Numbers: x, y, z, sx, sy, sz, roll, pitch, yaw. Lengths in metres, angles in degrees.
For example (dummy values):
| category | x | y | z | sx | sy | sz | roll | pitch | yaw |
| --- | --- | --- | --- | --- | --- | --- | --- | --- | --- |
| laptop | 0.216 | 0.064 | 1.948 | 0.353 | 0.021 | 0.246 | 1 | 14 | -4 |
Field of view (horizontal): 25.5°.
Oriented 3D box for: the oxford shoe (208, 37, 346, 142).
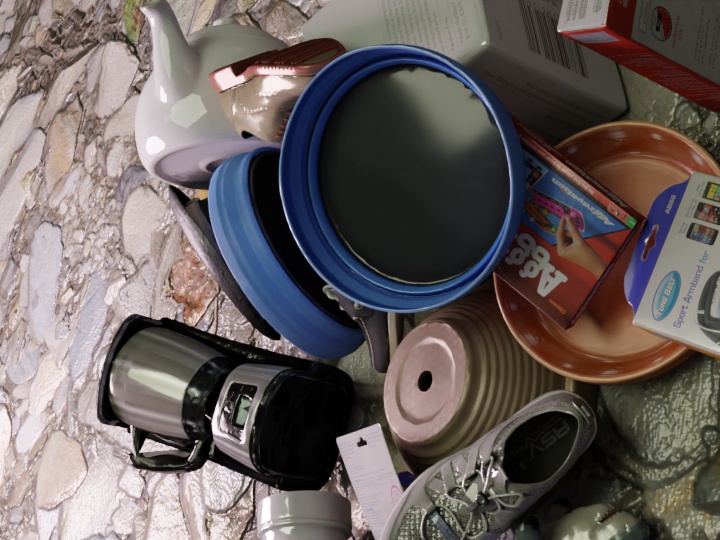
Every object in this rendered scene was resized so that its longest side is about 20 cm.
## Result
| category | x | y | z | sx | sy | sz | roll | pitch | yaw |
| --- | --- | --- | --- | --- | --- | --- | --- | --- | --- |
| oxford shoe | -0.059 | -0.147 | 1.320 | 0.200 | 0.070 | 0.075 | 5 | 115 | 65 |

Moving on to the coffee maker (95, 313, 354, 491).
| category | x | y | z | sx | sy | sz | roll | pitch | yaw |
| --- | --- | --- | --- | --- | --- | --- | --- | --- | --- |
| coffee maker | -0.109 | 0.116 | 1.465 | 0.199 | 0.192 | 0.135 | 15 | 110 | 32 |

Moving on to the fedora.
| category | x | y | z | sx | sy | sz | roll | pitch | yaw |
| --- | --- | --- | --- | --- | --- | --- | --- | --- | --- |
| fedora | -0.100 | -0.028 | 1.513 | 0.091 | 0.201 | 0.201 | -34 | 44 | 1 |

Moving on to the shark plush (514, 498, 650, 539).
| category | x | y | z | sx | sy | sz | roll | pitch | yaw |
| --- | --- | --- | --- | --- | --- | --- | --- | --- | --- |
| shark plush | 0.136 | 0.258 | 1.163 | 0.083 | 0.091 | 0.201 | 26 | 90 | 21 |

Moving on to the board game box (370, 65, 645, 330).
| category | x | y | z | sx | sy | sz | roll | pitch | yaw |
| --- | --- | --- | --- | --- | --- | --- | --- | --- | --- |
| board game box | 0.105 | -0.057 | 1.185 | 0.200 | 0.019 | 0.103 | 40 | 118 | 19 |

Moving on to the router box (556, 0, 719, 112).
| category | x | y | z | sx | sy | sz | roll | pitch | yaw |
| --- | --- | --- | --- | --- | --- | --- | --- | --- | --- |
| router box | 0.237 | -0.237 | 1.147 | 0.049 | 0.179 | 0.201 | 1 | 77 | 52 |

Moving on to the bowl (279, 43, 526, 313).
| category | x | y | z | sx | sy | sz | roll | pitch | yaw |
| --- | --- | --- | --- | --- | --- | --- | --- | --- | --- |
| bowl | 0.032 | -0.069 | 1.191 | 0.200 | 0.039 | 0.202 | 6 | 102 | 29 |

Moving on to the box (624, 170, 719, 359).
| category | x | y | z | sx | sy | sz | roll | pitch | yaw |
| --- | --- | --- | --- | --- | --- | --- | --- | --- | --- |
| box | 0.275 | 0.008 | 1.081 | 0.200 | 0.041 | 0.120 | 22 | 89 | 45 |

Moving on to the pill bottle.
| category | x | y | z | sx | sy | sz | roll | pitch | yaw |
| --- | --- | --- | --- | --- | --- | --- | --- | --- | --- |
| pill bottle | -0.047 | 0.293 | 1.337 | 0.111 | 0.111 | 0.201 | -26 | 56 | 43 |

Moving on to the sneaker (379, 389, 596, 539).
| category | x | y | z | sx | sy | sz | roll | pitch | yaw |
| --- | --- | --- | --- | --- | --- | --- | --- | --- | --- |
| sneaker | 0.089 | 0.155 | 1.155 | 0.200 | 0.082 | 0.075 | -44 | 81 | -5 |

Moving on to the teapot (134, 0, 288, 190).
| category | x | y | z | sx | sy | sz | roll | pitch | yaw |
| --- | --- | --- | --- | --- | --- | --- | --- | --- | --- |
| teapot | -0.121 | -0.167 | 1.508 | 0.200 | 0.196 | 0.147 | 136 | 132 | -69 |

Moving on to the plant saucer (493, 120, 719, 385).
| category | x | y | z | sx | sy | sz | roll | pitch | yaw |
| --- | --- | --- | --- | --- | --- | --- | --- | --- | --- |
| plant saucer | 0.194 | -0.012 | 1.193 | 0.200 | 0.032 | 0.201 | -11 | 71 | 32 |

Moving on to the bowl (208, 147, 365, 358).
| category | x | y | z | sx | sy | sz | roll | pitch | yaw |
| --- | --- | --- | --- | --- | --- | --- | --- | --- | --- |
| bowl | -0.051 | -0.020 | 1.392 | 0.039 | 0.200 | 0.201 | -33 | 50 | 24 |

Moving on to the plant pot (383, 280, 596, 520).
| category | x | y | z | sx | sy | sz | roll | pitch | yaw |
| --- | --- | --- | --- | --- | --- | --- | --- | --- | --- |
| plant pot | 0.085 | 0.097 | 1.271 | 0.200 | 0.092 | 0.202 | -25 | 56 | 43 |

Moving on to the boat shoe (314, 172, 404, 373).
| category | x | y | z | sx | sy | sz | roll | pitch | yaw |
| --- | --- | --- | --- | --- | --- | --- | --- | --- | --- |
| boat shoe | 0.000 | 0.000 | 1.310 | 0.073 | 0.062 | 0.201 | -81 | -15 | -57 |

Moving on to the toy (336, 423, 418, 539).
| category | x | y | z | sx | sy | sz | roll | pitch | yaw |
| --- | --- | --- | --- | --- | --- | --- | --- | --- | --- |
| toy | 0.048 | 0.215 | 1.252 | 0.201 | 0.047 | 0.115 | 71 | 159 | 6 |

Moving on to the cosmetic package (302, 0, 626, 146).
| category | x | y | z | sx | sy | sz | roll | pitch | yaw |
| --- | --- | --- | --- | --- | --- | --- | --- | --- | --- |
| cosmetic package | 0.081 | -0.170 | 1.324 | 0.200 | 0.167 | 0.167 | -36 | 50 | 36 |
